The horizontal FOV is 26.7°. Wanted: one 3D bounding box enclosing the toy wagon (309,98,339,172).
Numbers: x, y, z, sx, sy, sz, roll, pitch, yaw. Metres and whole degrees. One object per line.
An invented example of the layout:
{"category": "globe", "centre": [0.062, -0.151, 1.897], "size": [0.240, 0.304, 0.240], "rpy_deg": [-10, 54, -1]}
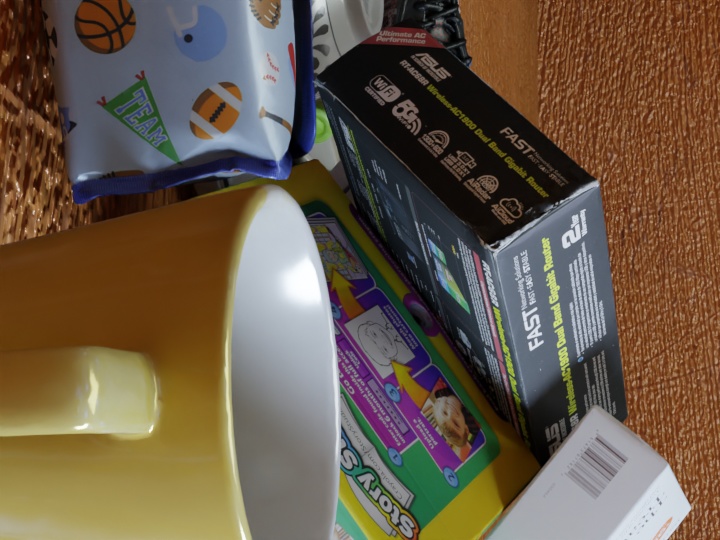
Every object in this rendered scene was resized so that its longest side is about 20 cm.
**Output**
{"category": "toy wagon", "centre": [-0.019, -0.113, 1.223], "size": [0.156, 0.039, 0.201], "rpy_deg": [-78, 161, -49]}

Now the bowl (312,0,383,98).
{"category": "bowl", "centre": [-0.038, -0.198, 1.029], "size": [0.201, 0.093, 0.203], "rpy_deg": [-3, 90, -77]}

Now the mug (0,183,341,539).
{"category": "mug", "centre": [-0.100, 0.038, 0.537], "size": [0.187, 0.152, 0.150], "rpy_deg": [71, 20, -50]}

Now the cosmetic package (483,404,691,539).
{"category": "cosmetic package", "centre": [0.085, 0.173, 0.775], "size": [0.200, 0.052, 0.151], "rpy_deg": [-51, 159, -2]}

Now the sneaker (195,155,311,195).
{"category": "sneaker", "centre": [-0.048, -0.028, 0.952], "size": [0.200, 0.070, 0.074], "rpy_deg": [67, 24, -58]}

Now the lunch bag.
{"category": "lunch bag", "centre": [-0.084, -0.129, 0.746], "size": [0.200, 0.122, 0.172], "rpy_deg": [-104, -170, -83]}

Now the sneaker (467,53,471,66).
{"category": "sneaker", "centre": [0.018, -0.213, 1.173], "size": [0.201, 0.082, 0.074], "rpy_deg": [56, 29, -36]}

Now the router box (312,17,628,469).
{"category": "router box", "centre": [0.060, -0.008, 0.766], "size": [0.150, 0.062, 0.201], "rpy_deg": [48, -14, 37]}

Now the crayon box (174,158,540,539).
{"category": "crayon box", "centre": [-0.017, 0.054, 0.716], "size": [0.201, 0.058, 0.172], "rpy_deg": [54, 28, 5]}

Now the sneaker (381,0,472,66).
{"category": "sneaker", "centre": [0.044, -0.182, 1.087], "size": [0.098, 0.070, 0.202], "rpy_deg": [44, -50, 43]}

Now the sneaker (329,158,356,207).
{"category": "sneaker", "centre": [0.000, 0.000, 0.899], "size": [0.073, 0.071, 0.201], "rpy_deg": [6, 124, -49]}
